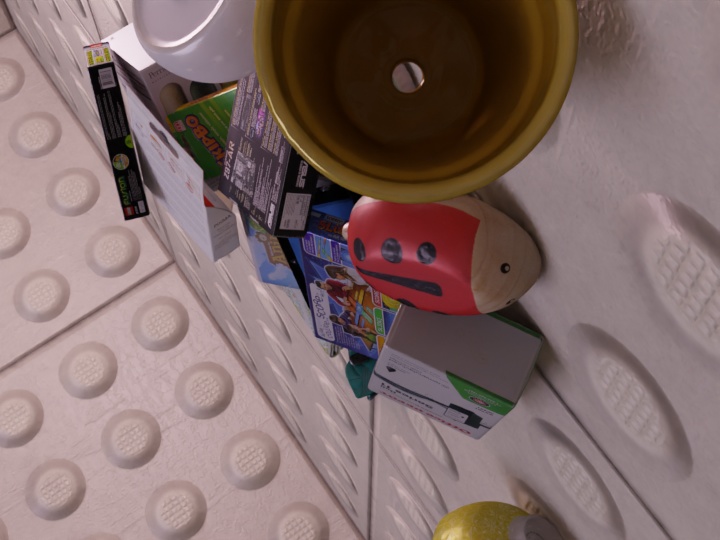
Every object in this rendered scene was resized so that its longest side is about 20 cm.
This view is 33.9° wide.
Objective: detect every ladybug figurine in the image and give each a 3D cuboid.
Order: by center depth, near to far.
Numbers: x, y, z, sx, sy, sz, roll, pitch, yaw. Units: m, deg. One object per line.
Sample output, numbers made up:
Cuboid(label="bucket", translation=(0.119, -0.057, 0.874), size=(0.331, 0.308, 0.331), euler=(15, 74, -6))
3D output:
Cuboid(label="ladybug figurine", translation=(0.066, -0.012, 1.081), size=(0.198, 0.072, 0.137), euler=(10, 140, 31))

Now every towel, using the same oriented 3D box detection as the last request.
Cuboid(label="towel", translation=(-0.082, 0.041, 1.916), size=(0.201, 0.048, 0.171), euler=(56, 165, 10))

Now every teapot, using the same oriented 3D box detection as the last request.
Cuboid(label="teapot", translation=(-0.127, -0.272, 1.190), size=(0.145, 0.196, 0.203), euler=(18, -125, -48))

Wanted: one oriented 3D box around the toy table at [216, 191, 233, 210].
Cuboid(label="toy table", translation=(-0.226, -0.160, 1.838), size=(0.201, 0.116, 0.184), euler=(54, 166, 13))

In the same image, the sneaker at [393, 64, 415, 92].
Cuboid(label="sneaker", translation=(-0.004, -0.146, 1.163), size=(0.072, 0.079, 0.200), euler=(55, 166, 8))

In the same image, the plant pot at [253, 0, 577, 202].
Cuboid(label="plant pot", translation=(0.035, -0.145, 0.806), size=(0.202, 0.199, 0.189), euler=(57, -178, 0))

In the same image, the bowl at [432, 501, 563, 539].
Cuboid(label="bowl", translation=(0.196, 0.366, 1.475), size=(0.108, 0.199, 0.201), euler=(-42, 77, 33))

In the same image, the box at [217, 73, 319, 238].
Cuboid(label="box", translation=(-0.093, -0.157, 1.302), size=(0.160, 0.043, 0.203), euler=(37, 120, 54))

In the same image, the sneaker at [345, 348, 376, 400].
Cuboid(label="sneaker", translation=(0.044, 0.123, 1.499), size=(0.200, 0.120, 0.084), euler=(35, 154, 57))

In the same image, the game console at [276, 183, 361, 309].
Cuboid(label="game console", translation=(0.000, 0.000, 1.385), size=(0.176, 0.116, 0.201), euler=(44, 163, 45))

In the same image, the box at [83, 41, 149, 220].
Cuboid(label="box", translation=(-0.309, -0.177, 1.495), size=(0.110, 0.034, 0.203), euler=(-123, 22, -63))

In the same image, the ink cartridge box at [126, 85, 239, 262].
Cuboid(label="ink cartridge box", translation=(-0.216, -0.123, 1.446), size=(0.160, 0.047, 0.201), euler=(47, 157, 22))

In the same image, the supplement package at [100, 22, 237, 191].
Cuboid(label="supplement package", translation=(-0.216, -0.235, 1.561), size=(0.150, 0.151, 0.202), euler=(39, 157, 50))

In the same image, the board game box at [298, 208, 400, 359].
Cuboid(label="board game box", translation=(0.001, 0.026, 1.368), size=(0.134, 0.035, 0.201), euler=(19, 144, 19))

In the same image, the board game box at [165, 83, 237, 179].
Cuboid(label="board game box", translation=(-0.141, -0.178, 1.438), size=(0.198, 0.030, 0.096), euler=(-16, 113, 30))

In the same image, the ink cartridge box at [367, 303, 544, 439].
Cuboid(label="ink cartridge box", translation=(0.093, 0.098, 1.238), size=(0.145, 0.084, 0.200), euler=(24, 162, 3))

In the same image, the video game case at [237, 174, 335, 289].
Cuboid(label="video game case", translation=(-0.065, -0.047, 1.473), size=(0.180, 0.022, 0.202), euler=(10, 137, 21))
